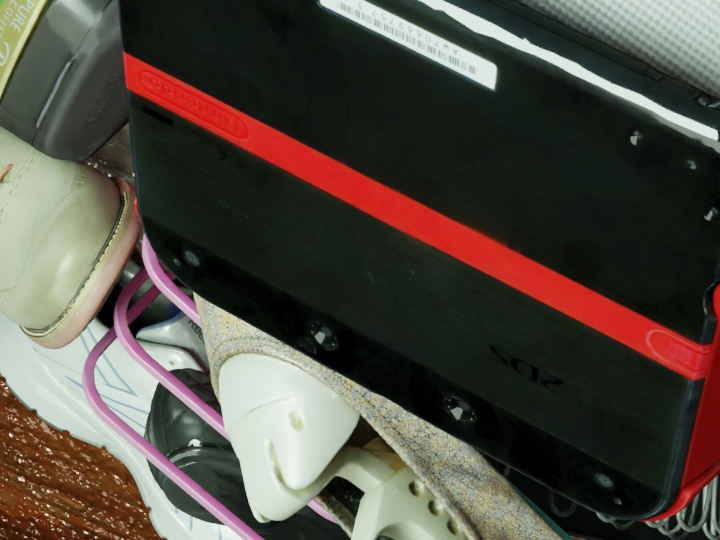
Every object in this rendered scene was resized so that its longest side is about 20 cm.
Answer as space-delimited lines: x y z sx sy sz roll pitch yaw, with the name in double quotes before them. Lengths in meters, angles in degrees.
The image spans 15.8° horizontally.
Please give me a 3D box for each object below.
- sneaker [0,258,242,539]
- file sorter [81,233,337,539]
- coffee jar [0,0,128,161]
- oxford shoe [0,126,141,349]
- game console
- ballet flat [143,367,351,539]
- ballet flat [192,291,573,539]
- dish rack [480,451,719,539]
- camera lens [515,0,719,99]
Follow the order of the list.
"sneaker" -0.068 0.062 1.097 0.200 0.075 0.087 37 137 3
"file sorter" 0.000 0.000 0.927 0.139 0.125 0.200 38 143 4
"coffee jar" -0.151 -0.134 0.956 0.200 0.085 0.104 39 137 3
"oxford shoe" -0.138 -0.023 0.997 0.074 0.071 0.200 32 179 -24
"game console" 0.018 -0.022 0.717 0.199 0.031 0.177 27 144 20
"ballet flat" -0.001 0.094 1.050 0.200 0.057 0.066 30 130 -32
"ballet flat" 0.005 0.068 0.830 0.200 0.067 0.068 45 144 -4
"dish rack" 0.147 0.073 0.858 0.153 0.055 0.200 14 171 -35
"camera lens" 0.118 -0.065 0.729 0.200 0.160 0.160 37 143 6
